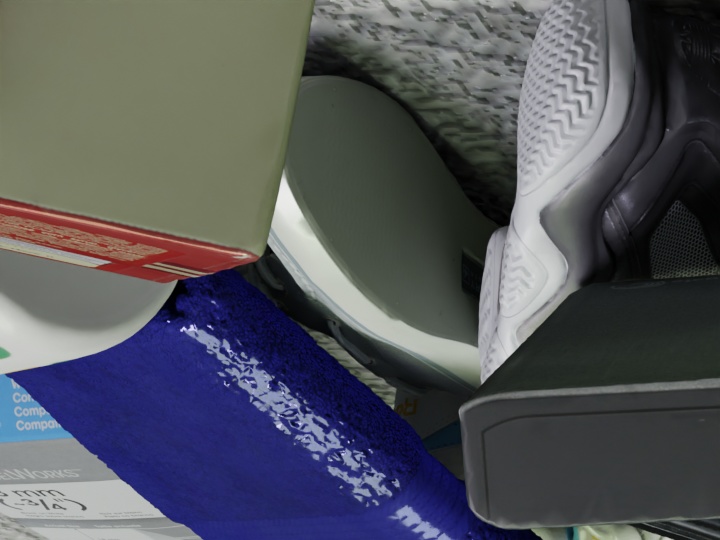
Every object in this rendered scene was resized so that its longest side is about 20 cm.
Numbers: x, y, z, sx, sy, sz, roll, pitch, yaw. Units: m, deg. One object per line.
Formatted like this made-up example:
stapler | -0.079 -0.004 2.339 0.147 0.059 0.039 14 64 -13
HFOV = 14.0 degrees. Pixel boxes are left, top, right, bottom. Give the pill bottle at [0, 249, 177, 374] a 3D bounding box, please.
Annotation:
pill bottle | -0.156 -0.015 0.922 0.200 0.113 0.113 -13 149 43

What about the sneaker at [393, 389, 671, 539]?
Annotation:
sneaker | 0.110 0.071 1.069 0.199 0.081 0.077 7 156 2

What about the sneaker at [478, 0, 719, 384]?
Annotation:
sneaker | 0.096 0.004 0.872 0.114 0.076 0.200 6 138 -2

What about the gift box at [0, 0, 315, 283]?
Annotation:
gift box | -0.095 -0.106 0.594 0.184 0.187 0.200 13 177 -15

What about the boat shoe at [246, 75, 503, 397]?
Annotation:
boat shoe | 0.000 -0.001 0.951 0.071 0.070 0.201 -7 156 27

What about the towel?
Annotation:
towel | -0.018 0.065 0.995 0.200 0.050 0.148 42 152 -24

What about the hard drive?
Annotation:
hard drive | 0.108 0.026 0.721 0.139 0.033 0.200 -4 -175 11

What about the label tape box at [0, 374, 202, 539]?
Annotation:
label tape box | -0.103 0.049 1.120 0.144 0.063 0.200 -5 154 30

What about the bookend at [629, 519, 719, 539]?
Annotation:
bookend | 0.203 0.038 0.936 0.198 0.092 0.200 20 155 -24
